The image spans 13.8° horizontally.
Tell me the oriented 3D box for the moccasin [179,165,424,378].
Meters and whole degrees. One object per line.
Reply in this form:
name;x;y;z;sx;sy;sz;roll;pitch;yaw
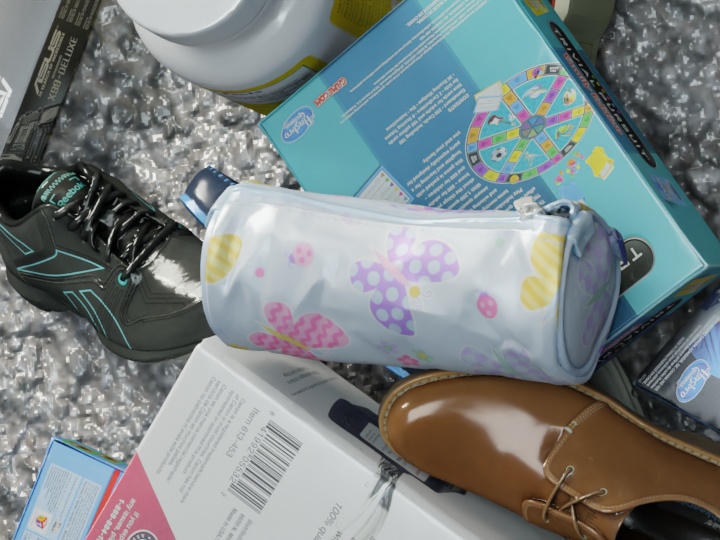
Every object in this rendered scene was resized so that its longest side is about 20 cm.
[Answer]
moccasin;0.000;0.000;1.560;0.200;0.080;0.068;35;91;5

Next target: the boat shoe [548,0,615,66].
boat shoe;0.082;-0.101;1.537;0.062;0.071;0.200;16;94;31

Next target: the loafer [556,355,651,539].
loafer;0.125;0.123;1.494;0.070;0.070;0.200;-18;78;4

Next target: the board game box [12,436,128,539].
board game box;-0.103;0.196;1.585;0.200;0.037;0.152;23;92;21

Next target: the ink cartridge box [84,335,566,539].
ink cartridge box;-0.021;0.143;1.486;0.200;0.084;0.145;35;108;14

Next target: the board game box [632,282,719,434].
board game box;0.274;0.049;1.455;0.200;0.062;0.200;44;99;18

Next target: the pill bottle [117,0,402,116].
pill bottle;-0.052;-0.141;1.519;0.111;0.200;0.112;-2;83;19

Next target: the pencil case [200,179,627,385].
pencil case;0.023;0.004;1.417;0.200;0.091;0.083;4;50;26

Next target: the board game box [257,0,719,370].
board game box;0.065;-0.039;1.473;0.151;0.047;0.200;-39;77;20

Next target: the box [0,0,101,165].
box;-0.222;-0.171;1.663;0.158;0.050;0.200;22;91;20

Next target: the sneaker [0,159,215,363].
sneaker;-0.133;-0.008;1.557;0.200;0.079;0.075;15;51;45

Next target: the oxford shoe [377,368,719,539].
oxford shoe;0.103;0.098;1.418;0.200;0.071;0.071;16;116;3
